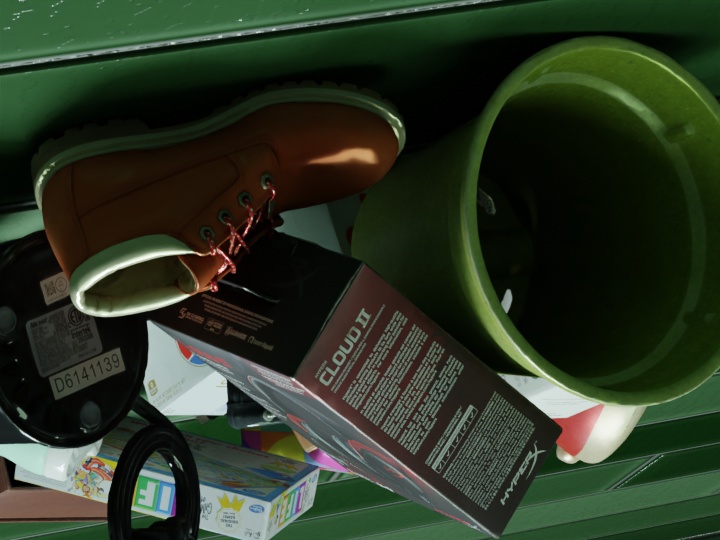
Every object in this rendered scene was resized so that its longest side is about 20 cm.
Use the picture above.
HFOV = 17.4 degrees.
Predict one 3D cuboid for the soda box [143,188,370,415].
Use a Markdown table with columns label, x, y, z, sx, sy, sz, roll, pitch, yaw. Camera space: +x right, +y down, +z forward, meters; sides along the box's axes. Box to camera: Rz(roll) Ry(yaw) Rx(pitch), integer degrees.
| label | x | y | z | sx | sy | sz | roll | pitch | yaw |
| --- | --- | --- | --- | --- | --- | --- | --- | --- | --- |
| soda box | -0.059 | 0.020 | 1.473 | 0.063 | 0.069 | 0.200 | 3 | 150 | -46 |

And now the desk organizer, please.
| label | x | y | z | sx | sy | sz | roll | pitch | yaw |
| --- | --- | --- | --- | --- | --- | --- | --- | --- | --- |
| desk organizer | -0.247 | 0.158 | 1.895 | 0.077 | 0.072 | 0.199 | -25 | 162 | 32 |

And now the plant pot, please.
| label | x | y | z | sx | sy | sz | roll | pitch | yaw |
| --- | --- | --- | --- | --- | --- | --- | --- | --- | --- |
| plant pot | 0.093 | -0.015 | 1.332 | 0.199 | 0.202 | 0.184 | -3 | 174 | -32 |

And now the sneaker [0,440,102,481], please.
| label | x | y | z | sx | sy | sz | roll | pitch | yaw |
| --- | --- | --- | --- | --- | --- | --- | --- | --- | --- |
| sneaker | -0.236 | 0.087 | 1.677 | 0.117 | 0.074 | 0.200 | 22 | -172 | 3 |

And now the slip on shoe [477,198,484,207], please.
| label | x | y | z | sx | sy | sz | roll | pitch | yaw |
| --- | --- | --- | --- | --- | --- | --- | --- | --- | --- |
| slip on shoe | 0.000 | 0.000 | 1.508 | 0.199 | 0.075 | 0.061 | -27 | 163 | 31 |

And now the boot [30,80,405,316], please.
| label | x | y | z | sx | sy | sz | roll | pitch | yaw |
| --- | --- | --- | --- | --- | --- | --- | --- | --- | --- |
| boot | -0.066 | -0.032 | 1.219 | 0.198 | 0.108 | 0.075 | -14 | 136 | -4 |

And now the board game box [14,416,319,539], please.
| label | x | y | z | sx | sy | sz | roll | pitch | yaw |
| --- | --- | --- | --- | --- | --- | --- | --- | --- | --- |
| board game box | -0.144 | 0.153 | 1.781 | 0.199 | 0.035 | 0.134 | 13 | -170 | 14 |

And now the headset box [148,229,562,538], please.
| label | x | y | z | sx | sy | sz | roll | pitch | yaw |
| --- | --- | --- | --- | --- | --- | --- | --- | --- | --- |
| headset box | -0.009 | 0.051 | 1.278 | 0.200 | 0.075 | 0.148 | 40 | 167 | -36 |

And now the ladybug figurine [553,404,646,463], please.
| label | x | y | z | sx | sy | sz | roll | pitch | yaw |
| --- | --- | --- | --- | --- | --- | --- | --- | --- | --- |
| ladybug figurine | 0.165 | 0.035 | 1.588 | 0.071 | 0.201 | 0.136 | 17 | -173 | -13 |

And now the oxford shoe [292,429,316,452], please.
| label | x | y | z | sx | sy | sz | roll | pitch | yaw |
| --- | --- | --- | --- | --- | --- | --- | --- | --- | --- |
| oxford shoe | 0.027 | 0.095 | 1.630 | 0.199 | 0.072 | 0.071 | -5 | 163 | -38 |

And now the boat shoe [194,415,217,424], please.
| label | x | y | z | sx | sy | sz | roll | pitch | yaw |
| --- | --- | --- | --- | --- | --- | --- | --- | --- | --- |
| boat shoe | -0.113 | 0.068 | 1.695 | 0.057 | 0.067 | 0.200 | -28 | 170 | -1 |

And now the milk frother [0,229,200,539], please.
| label | x | y | z | sx | sy | sz | roll | pitch | yaw |
| --- | --- | --- | --- | --- | --- | --- | --- | --- | --- |
| milk frother | -0.197 | 0.086 | 1.323 | 0.187 | 0.202 | 0.180 | -7 | 174 | 44 |

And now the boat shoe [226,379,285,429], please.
| label | x | y | z | sx | sy | sz | roll | pitch | yaw |
| --- | --- | --- | --- | --- | --- | --- | --- | --- | --- |
| boat shoe | -0.002 | 0.066 | 1.428 | 0.199 | 0.061 | 0.075 | 2 | 179 | -34 |

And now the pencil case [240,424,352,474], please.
| label | x | y | z | sx | sy | sz | roll | pitch | yaw |
| --- | --- | --- | --- | --- | --- | --- | --- | --- | --- |
| pencil case | 0.001 | 0.125 | 1.853 | 0.198 | 0.089 | 0.088 | 3 | 169 | 12 |

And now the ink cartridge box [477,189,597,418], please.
| label | x | y | z | sx | sy | sz | roll | pitch | yaw |
| --- | --- | --- | --- | --- | --- | --- | --- | --- | --- |
| ink cartridge box | 0.151 | -0.003 | 1.462 | 0.084 | 0.147 | 0.200 | 1 | 160 | -37 |
